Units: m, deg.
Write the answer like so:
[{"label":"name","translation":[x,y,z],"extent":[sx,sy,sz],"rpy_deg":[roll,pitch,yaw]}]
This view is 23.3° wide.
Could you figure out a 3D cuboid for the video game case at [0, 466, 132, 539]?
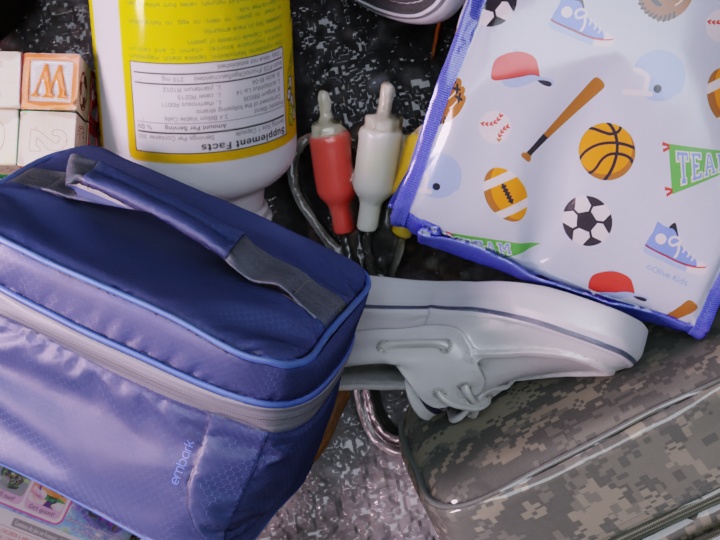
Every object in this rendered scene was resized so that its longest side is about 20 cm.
[{"label":"video game case","translation":[-0.199,0.090,0.909],"extent":[0.200,0.024,0.182],"rpy_deg":[28,85,-27]}]

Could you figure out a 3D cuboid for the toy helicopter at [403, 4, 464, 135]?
[{"label":"toy helicopter","translation":[0.072,-0.118,0.947],"extent":[0.132,0.079,0.200],"rpy_deg":[39,99,-1]}]

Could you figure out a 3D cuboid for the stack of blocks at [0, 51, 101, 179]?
[{"label":"stack of blocks","translation":[-0.238,-0.077,0.929],"extent":[0.200,0.115,0.059],"rpy_deg":[2,84,3]}]

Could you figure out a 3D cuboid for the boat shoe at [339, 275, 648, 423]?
[{"label":"boat shoe","translation":[0.044,0.043,0.866],"extent":[0.200,0.074,0.065],"rpy_deg":[2,71,33]}]

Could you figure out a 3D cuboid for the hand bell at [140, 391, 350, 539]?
[{"label":"hand bell","translation":[-0.073,0.135,0.923],"extent":[0.104,0.104,0.200],"rpy_deg":[40,68,5]}]

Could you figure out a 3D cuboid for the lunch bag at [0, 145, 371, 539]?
[{"label":"lunch bag","translation":[-0.103,0.022,0.816],"extent":[0.200,0.136,0.133],"rpy_deg":[24,115,8]}]

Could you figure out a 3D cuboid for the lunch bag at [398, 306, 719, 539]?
[{"label":"lunch bag","translation":[0.141,0.121,0.889],"extent":[0.200,0.139,0.168],"rpy_deg":[-26,112,0]}]

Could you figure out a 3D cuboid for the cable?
[{"label":"cable","translation":[0.000,0.000,0.934],"extent":[0.097,0.050,0.200],"rpy_deg":[4,94,18]}]

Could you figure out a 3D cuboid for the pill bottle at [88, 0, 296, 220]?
[{"label":"pill bottle","translation":[-0.086,-0.106,0.906],"extent":[0.104,0.104,0.200],"rpy_deg":[0,112,2]}]

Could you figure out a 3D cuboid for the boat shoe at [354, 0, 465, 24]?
[{"label":"boat shoe","translation":[-0.026,-0.201,0.929],"extent":[0.200,0.066,0.070],"rpy_deg":[48,118,22]}]

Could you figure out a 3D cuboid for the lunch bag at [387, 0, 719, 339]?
[{"label":"lunch bag","translation":[0.122,-0.085,0.843],"extent":[0.170,0.124,0.200],"rpy_deg":[20,86,4]}]

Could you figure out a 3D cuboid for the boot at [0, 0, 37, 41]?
[{"label":"boot","translation":[-0.226,-0.249,0.986],"extent":[0.200,0.068,0.188],"rpy_deg":[43,95,13]}]
